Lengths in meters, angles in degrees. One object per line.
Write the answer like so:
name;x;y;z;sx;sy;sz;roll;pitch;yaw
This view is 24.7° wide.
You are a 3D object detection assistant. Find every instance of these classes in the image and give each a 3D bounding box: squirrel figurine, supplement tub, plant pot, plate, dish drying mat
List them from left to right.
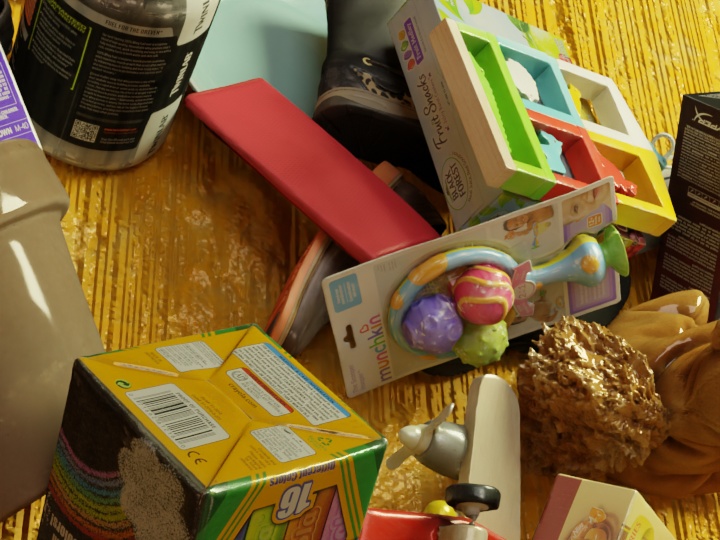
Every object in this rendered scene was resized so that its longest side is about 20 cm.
plant pot;-0.222;0.051;0.919;0.200;0.200;0.175;-32;90;-39
supplement tub;-0.161;-0.172;1.093;0.122;0.200;0.123;13;50;-16
plate;-0.059;-0.157;1.236;0.199;0.026;0.201;19;50;-23
dish drying mat;-0.032;-0.067;1.112;0.077;0.018;0.200;-20;50;-41
squirrel figurine;0.197;0.087;1.049;0.199;0.187;0.143;-7;89;-14

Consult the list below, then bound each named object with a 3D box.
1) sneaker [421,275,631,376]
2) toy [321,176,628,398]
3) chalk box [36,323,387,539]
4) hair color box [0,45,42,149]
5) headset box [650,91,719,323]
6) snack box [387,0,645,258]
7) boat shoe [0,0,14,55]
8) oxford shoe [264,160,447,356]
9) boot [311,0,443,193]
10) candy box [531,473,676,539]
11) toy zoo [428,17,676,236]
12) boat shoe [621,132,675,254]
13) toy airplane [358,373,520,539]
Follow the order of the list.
sneaker;0.119;0.017;1.149;0.199;0.091;0.076;-14;59;-34
toy;0.082;0.023;1.057;0.199;0.116;0.047;-22;45;-10
chalk box;-0.089;0.150;0.871;0.123;0.201;0.125;-11;38;-42
hair color box;-0.277;-0.147;1.026;0.065;0.109;0.201;-21;92;-30
headset box;0.301;-0.030;1.215;0.148;0.201;0.077;-6;23;-29
snack box;0.106;-0.098;1.144;0.142;0.053;0.201;15;44;-37
boat shoe;-0.323;-0.146;1.094;0.199;0.057;0.067;-21;65;-36
oxford shoe;0.000;0.000;1.120;0.073;0.071;0.200;36;47;2
boot;0.052;-0.141;1.235;0.199;0.073;0.151;14;54;-25
candy box;0.151;0.214;0.929;0.055;0.200;0.116;7;61;37
toy zoo;0.141;-0.092;1.109;0.199;0.020;0.132;14;46;-39
boat shoe;0.229;-0.061;1.277;0.201;0.075;0.086;-13;44;-41
toy airplane;0.061;0.187;0.973;0.200;0.140;0.200;-41;115;-50
